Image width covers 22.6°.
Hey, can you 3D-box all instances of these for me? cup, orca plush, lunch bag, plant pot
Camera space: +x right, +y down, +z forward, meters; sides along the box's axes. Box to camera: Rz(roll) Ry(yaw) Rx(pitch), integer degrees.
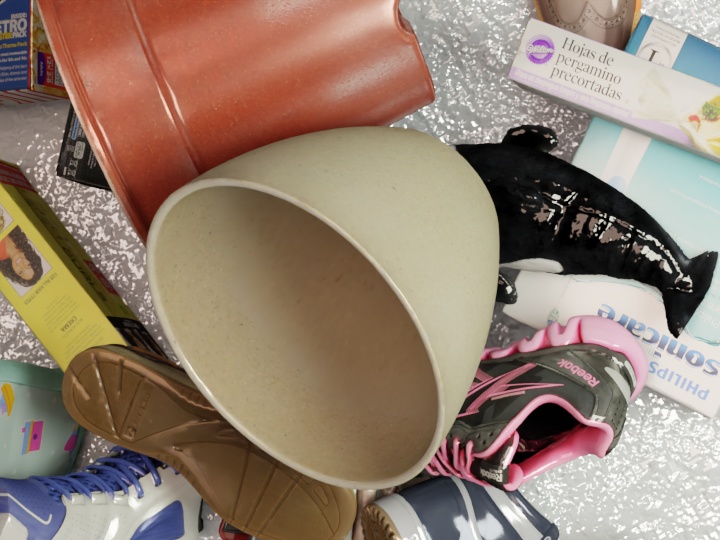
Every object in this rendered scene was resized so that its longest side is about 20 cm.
[{"bbox_3d":[0.000,0.000,1.011,0.199,0.143,0.202,24,136,26],"label":"cup"},{"bbox_3d":[0.104,-0.022,1.043,0.199,0.071,0.106,36,97,17],"label":"orca plush"},{"bbox_3d":[-0.278,0.134,1.170,0.122,0.170,0.201,42,98,23],"label":"lunch bag"},{"bbox_3d":[-0.069,-0.134,1.085,0.193,0.201,0.203,-23,81,2],"label":"plant pot"}]

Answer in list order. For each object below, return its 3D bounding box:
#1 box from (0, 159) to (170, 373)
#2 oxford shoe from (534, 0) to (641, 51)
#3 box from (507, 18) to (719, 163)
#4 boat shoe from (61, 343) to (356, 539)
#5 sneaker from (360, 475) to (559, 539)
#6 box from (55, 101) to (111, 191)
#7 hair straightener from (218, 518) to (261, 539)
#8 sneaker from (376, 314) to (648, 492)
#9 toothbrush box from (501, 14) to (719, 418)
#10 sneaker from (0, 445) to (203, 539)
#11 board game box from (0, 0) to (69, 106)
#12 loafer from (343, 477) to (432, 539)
[{"bbox_3d":[-0.203,0.013,1.209,0.050,0.075,0.200,-42,76,7],"label":"box"},{"bbox_3d":[0.135,-0.214,1.130,0.070,0.073,0.203,-7,85,14],"label":"oxford shoe"},{"bbox_3d":[0.183,-0.093,1.039,0.198,0.041,0.039,23,92,18],"label":"box"},{"bbox_3d":[-0.088,0.103,1.118,0.198,0.072,0.073,26,103,5],"label":"boat shoe"},{"bbox_3d":[0.077,0.215,1.123,0.108,0.070,0.202,-25,110,-25],"label":"sneaker"},{"bbox_3d":[-0.091,-0.138,1.202,0.191,0.047,0.203,12,89,13],"label":"box"},{"bbox_3d":[-0.030,0.094,1.159,0.077,0.041,0.202,23,92,50],"label":"hair straightener"},{"bbox_3d":[0.070,0.092,1.045,0.198,0.096,0.079,-19,122,26],"label":"sneaker"},{"bbox_3d":[0.197,-0.030,1.097,0.145,0.085,0.202,26,93,16],"label":"toothbrush box"},{"bbox_3d":[-0.166,0.147,1.147,0.080,0.199,0.116,20,78,39],"label":"sneaker"},{"bbox_3d":[-0.264,-0.214,1.231,0.150,0.046,0.203,-1,86,32],"label":"board game box"},{"bbox_3d":[0.024,0.117,1.146,0.062,0.072,0.203,4,85,8],"label":"loafer"}]
